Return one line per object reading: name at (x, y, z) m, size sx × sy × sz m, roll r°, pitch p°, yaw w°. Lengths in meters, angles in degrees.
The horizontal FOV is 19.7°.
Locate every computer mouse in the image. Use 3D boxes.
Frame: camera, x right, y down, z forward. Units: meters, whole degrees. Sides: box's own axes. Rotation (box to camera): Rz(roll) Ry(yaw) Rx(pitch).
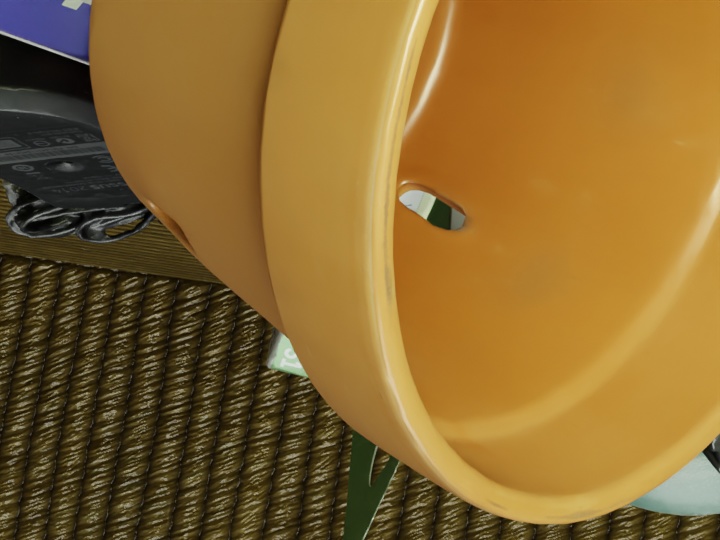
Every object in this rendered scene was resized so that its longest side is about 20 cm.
computer mouse at (-0.117, -0.061, 0.853) m, size 0.138 × 0.053 × 0.200 m, roll -3°, pitch 166°, yaw 16°

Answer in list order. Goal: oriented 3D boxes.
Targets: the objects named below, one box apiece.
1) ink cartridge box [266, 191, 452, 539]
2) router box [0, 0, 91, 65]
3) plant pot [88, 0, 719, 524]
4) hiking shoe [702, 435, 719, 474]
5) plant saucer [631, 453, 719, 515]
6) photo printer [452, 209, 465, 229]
ink cartridge box at (0.000, 0.000, 0.807) m, size 0.048 × 0.201 × 0.146 m, roll 15°, pitch 137°, yaw -6°
router box at (-0.114, -0.102, 0.678) m, size 0.199 × 0.049 × 0.179 m, roll 19°, pitch -177°, yaw -7°
plant pot at (0.025, -0.054, 0.532) m, size 0.140 × 0.201 × 0.200 m, roll 23°, pitch -175°, yaw 39°
hiking shoe at (0.173, -0.003, 0.852) m, size 0.100 × 0.076 × 0.200 m, roll -25°, pitch 145°, yaw -12°
plant saucer at (0.166, 0.023, 1.063) m, size 0.199 × 0.201 × 0.036 m, roll 7°, pitch 172°, yaw 23°
photo printer at (0.089, -0.018, 0.968) m, size 0.069 × 0.167 × 0.200 m, roll -25°, pitch 167°, yaw 14°
